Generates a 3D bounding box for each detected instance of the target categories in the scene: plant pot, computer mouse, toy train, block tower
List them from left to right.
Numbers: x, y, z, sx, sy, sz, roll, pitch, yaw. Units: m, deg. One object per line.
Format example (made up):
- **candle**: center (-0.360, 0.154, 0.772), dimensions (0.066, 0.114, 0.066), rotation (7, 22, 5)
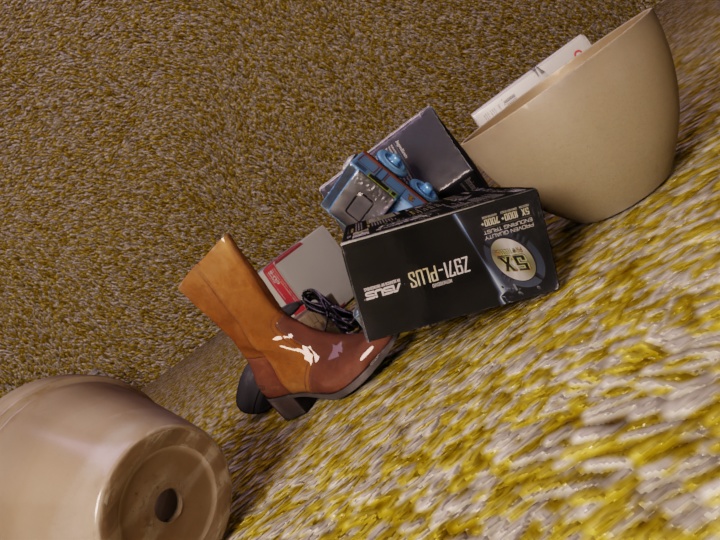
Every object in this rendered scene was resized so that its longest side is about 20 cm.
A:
- **plant pot**: center (-0.203, 0.183, 0.492), dimensions (0.173, 0.201, 0.200), rotation (-9, 22, 37)
- **computer mouse**: center (-0.108, 0.095, 0.821), dimensions (0.200, 0.046, 0.140), rotation (-40, 39, -16)
- **block tower**: center (-0.101, 0.104, 0.954), dimensions (0.200, 0.058, 0.054), rotation (-30, 10, 36)
- **toy train**: center (0.052, -0.062, 0.720), dimensions (0.087, 0.200, 0.114), rotation (-49, 3, 32)
- **plant pot**: center (0.215, -0.125, 0.571), dimensions (0.200, 0.135, 0.200), rotation (-36, 6, 4)

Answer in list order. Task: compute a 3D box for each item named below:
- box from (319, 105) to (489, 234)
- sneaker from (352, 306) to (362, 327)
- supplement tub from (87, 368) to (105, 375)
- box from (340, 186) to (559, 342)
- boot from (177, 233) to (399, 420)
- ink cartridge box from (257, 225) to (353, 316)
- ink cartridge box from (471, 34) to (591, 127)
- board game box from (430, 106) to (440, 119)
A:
- **box**: center (0.081, -0.108, 0.896), dimensions (0.196, 0.124, 0.200), rotation (-36, -21, 16)
- **sneaker**: center (0.033, 0.016, 0.779), dimensions (0.095, 0.079, 0.200), rotation (-36, 6, 19)
- **supplement tub**: center (-1.004, 0.491, 2.300), dimensions (0.145, 0.200, 0.145), rotation (-35, 6, 5)
- **box**: center (0.071, -0.016, 0.566), dimensions (0.163, 0.087, 0.200), rotation (-15, 8, 1)
- **boot**: center (-0.077, 0.043, 0.629), dimensions (0.188, 0.200, 0.068), rotation (-31, 8, 40)
- **ink cartridge box**: center (-0.123, 0.036, 1.152), dimensions (0.145, 0.145, 0.200), rotation (-42, 8, -39)
- **ink cartridge box**: center (0.300, -0.250, 0.956), dimensions (0.199, 0.146, 0.084), rotation (-33, 6, 19)
- **board game box**: center (0.107, -0.163, 1.107), dimensions (0.200, 0.199, 0.043), rotation (-38, 7, -12)
